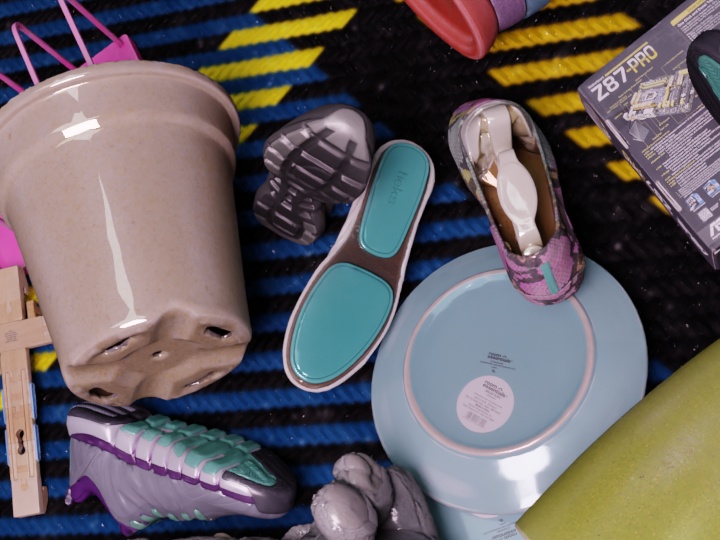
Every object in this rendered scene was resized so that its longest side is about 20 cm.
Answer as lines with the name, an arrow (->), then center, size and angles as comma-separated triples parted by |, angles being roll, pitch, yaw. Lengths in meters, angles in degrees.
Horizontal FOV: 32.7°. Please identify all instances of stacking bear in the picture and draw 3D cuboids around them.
stacking bear -> 0.128, -0.264, 0.920 | 0.200, 0.122, 0.114 | -41, 77, -5

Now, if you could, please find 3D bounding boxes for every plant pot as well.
plant pot -> 0.220, 0.124, 0.702 | 0.186, 0.187, 0.201 | 36, 88, 27
plant pot -> -0.162, -0.014, 0.885 | 0.198, 0.200, 0.186 | -25, 63, 12

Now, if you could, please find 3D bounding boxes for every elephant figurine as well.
elephant figurine -> -0.043, 0.214, 0.809 | 0.199, 0.141, 0.157 | -35, 63, 27

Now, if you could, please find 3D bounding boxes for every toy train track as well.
toy train track -> -0.275, 0.099, 1.005 | 0.113, 0.033, 0.203 | -12, 75, 10

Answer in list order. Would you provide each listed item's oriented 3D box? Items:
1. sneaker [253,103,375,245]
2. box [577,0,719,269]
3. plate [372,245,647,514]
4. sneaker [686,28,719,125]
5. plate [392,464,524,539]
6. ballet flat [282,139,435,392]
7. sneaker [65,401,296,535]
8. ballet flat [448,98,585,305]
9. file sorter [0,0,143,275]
sneaker -> -0.030, -0.086, 0.887 | 0.075, 0.200, 0.080 | 31, 69, -8
box -> 0.274, -0.125, 0.847 | 0.199, 0.049, 0.162 | -38, 66, 7
plate -> 0.096, 0.065, 0.844 | 0.197, 0.026, 0.203 | -11, 59, 18
sneaker -> 0.301, -0.099, 0.774 | 0.199, 0.075, 0.088 | 41, 79, 8
plate -> 0.099, 0.178, 0.833 | 0.197, 0.026, 0.204 | -7, 72, 20
ballet flat -> 0.000, 0.000, 0.907 | 0.069, 0.070, 0.202 | 17, 74, 25
sneaker -> -0.135, 0.162, 0.911 | 0.198, 0.074, 0.089 | 16, 102, 29
ballet flat -> 0.105, -0.068, 0.856 | 0.068, 0.071, 0.202 | -20, 51, 5
file sorter -> -0.273, -0.112, 1.016 | 0.199, 0.125, 0.140 | -33, 65, 9
